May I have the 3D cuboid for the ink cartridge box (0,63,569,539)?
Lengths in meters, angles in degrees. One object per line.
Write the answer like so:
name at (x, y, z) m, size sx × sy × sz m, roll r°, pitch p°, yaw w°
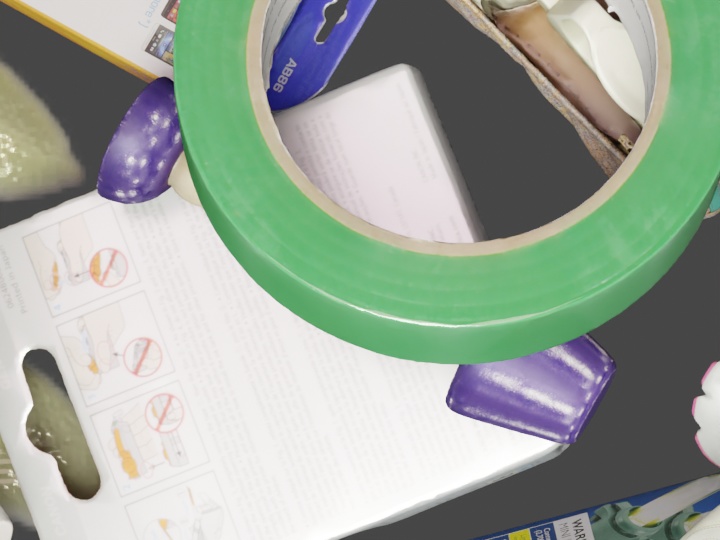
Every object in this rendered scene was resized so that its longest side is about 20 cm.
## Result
ink cartridge box at (-0.041, 0.031, 1.146) m, size 0.200 × 0.047 × 0.160 m, roll -22°, pitch 83°, yaw 5°

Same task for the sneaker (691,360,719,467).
sneaker at (0.208, 0.009, 1.048) m, size 0.088 × 0.081 × 0.200 m, roll 44°, pitch 109°, yaw 41°

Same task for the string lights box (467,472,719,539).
string lights box at (0.120, 0.127, 1.084) m, size 0.200 × 0.103 × 0.059 m, roll -16°, pitch 115°, yaw 3°

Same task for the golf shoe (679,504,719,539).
golf shoe at (0.169, 0.160, 0.974) m, size 0.097 × 0.078 × 0.200 m, roll -34°, pitch 77°, yaw 18°

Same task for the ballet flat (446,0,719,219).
ballet flat at (0.077, -0.105, 1.136) m, size 0.068 × 0.067 × 0.200 m, roll -43°, pitch 82°, yaw 0°

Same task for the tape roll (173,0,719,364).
tape roll at (0.034, -0.068, 1.062) m, size 0.200 × 0.048 × 0.201 m, roll 0°, pitch 72°, yaw 1°

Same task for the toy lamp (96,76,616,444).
toy lamp at (0.000, 0.000, 1.094) m, size 0.200 × 0.058 × 0.058 m, roll 30°, pitch 87°, yaw 11°

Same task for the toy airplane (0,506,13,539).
toy airplane at (-0.209, 0.149, 1.070) m, size 0.199 × 0.200 × 0.141 m, roll -26°, pitch 47°, yaw 9°

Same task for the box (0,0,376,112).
box at (-0.087, -0.143, 1.159) m, size 0.200 × 0.041 × 0.119 m, roll 29°, pitch 87°, yaw 16°
